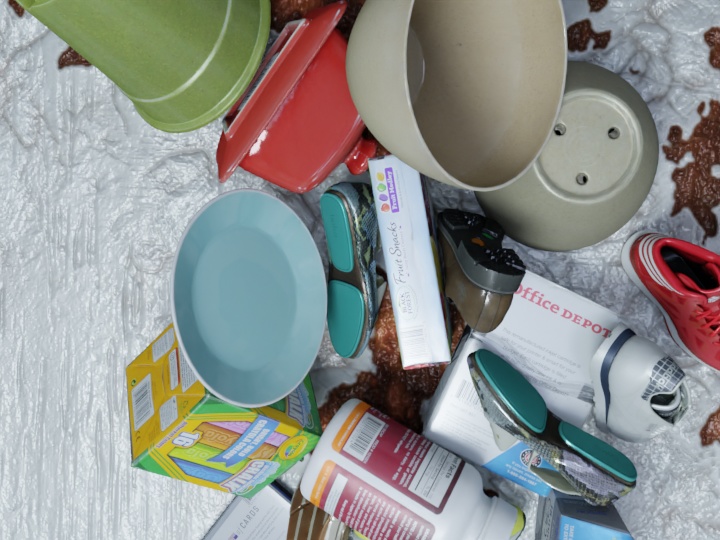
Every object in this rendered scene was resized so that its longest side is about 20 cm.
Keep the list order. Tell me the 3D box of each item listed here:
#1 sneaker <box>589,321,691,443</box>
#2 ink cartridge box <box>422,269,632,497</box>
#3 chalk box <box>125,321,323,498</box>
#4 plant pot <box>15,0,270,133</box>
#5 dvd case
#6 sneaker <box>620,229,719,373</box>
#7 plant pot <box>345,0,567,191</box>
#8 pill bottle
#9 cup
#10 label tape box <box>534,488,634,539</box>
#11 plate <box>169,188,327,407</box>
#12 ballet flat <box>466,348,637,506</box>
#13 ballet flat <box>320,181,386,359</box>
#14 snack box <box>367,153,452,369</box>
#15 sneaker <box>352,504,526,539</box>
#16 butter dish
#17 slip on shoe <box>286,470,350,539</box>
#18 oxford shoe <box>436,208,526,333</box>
[{"bbox_3d":[0.280,0.131,0.699,0.080,0.200,0.077,28,76,38],"label":"sneaker"},{"bbox_3d":[0.171,0.108,0.756,0.143,0.084,0.203,25,97,4],"label":"ink cartridge box"},{"bbox_3d":[-0.124,0.143,0.742,0.124,0.126,0.199,-41,134,20],"label":"chalk box"},{"bbox_3d":[-0.218,-0.261,0.680,0.197,0.189,0.204,-6,77,27],"label":"plant pot"},{"bbox_3d":[-0.088,0.352,0.834,0.199,0.025,0.151,39,98,3],"label":"dvd case"},{"bbox_3d":[0.350,0.044,0.715,0.199,0.116,0.079,42,97,2],"label":"sneaker"},{"bbox_3d":[0.063,-0.174,0.606,0.133,0.198,0.204,13,98,48],"label":"plant pot"},{"bbox_3d":[0.048,0.224,0.710,0.198,0.113,0.114,29,97,13],"label":"pill bottle"},{"bbox_3d":[0.208,-0.117,0.705,0.196,0.143,0.204,0,94,6],"label":"cup"},{"bbox_3d":[0.217,0.300,0.708,0.062,0.200,0.147,5,95,6],"label":"label tape box"},{"bbox_3d":[-0.104,0.025,0.671,0.025,0.199,0.204,-6,95,38],"label":"plate"},{"bbox_3d":[0.170,0.161,0.688,0.199,0.072,0.072,38,97,2],"label":"ballet flat"},{"bbox_3d":[0.000,0.000,0.770,0.073,0.075,0.203,2,118,6],"label":"ballet flat"},{"bbox_3d":[0.055,-0.015,0.729,0.052,0.142,0.204,-9,94,8],"label":"snack box"},{"bbox_3d":[0.082,0.267,0.784,0.196,0.078,0.092,-6,87,5],"label":"sneaker"},{"bbox_3d":[-0.046,-0.153,0.727,0.147,0.200,0.201,34,97,-21],"label":"butter dish"},{"bbox_3d":[-0.040,0.296,0.787,0.075,0.060,0.203,-8,57,39],"label":"slip on shoe"},{"bbox_3d":[0.105,-0.005,0.705,0.071,0.201,0.086,11,115,-3],"label":"oxford shoe"}]
